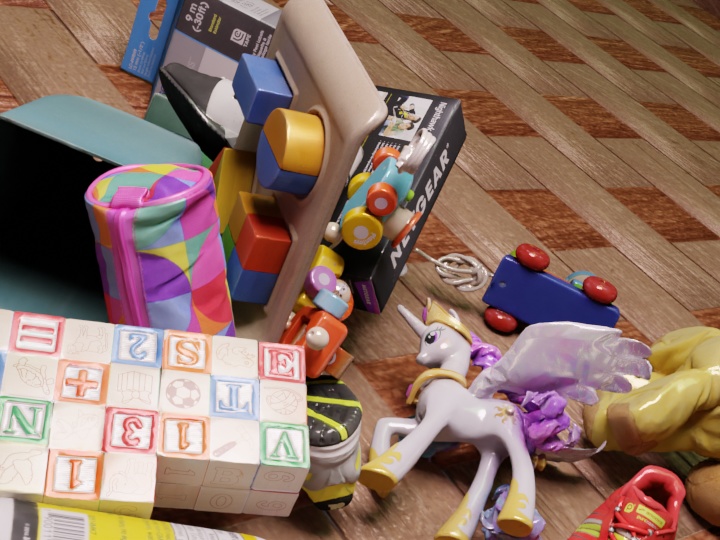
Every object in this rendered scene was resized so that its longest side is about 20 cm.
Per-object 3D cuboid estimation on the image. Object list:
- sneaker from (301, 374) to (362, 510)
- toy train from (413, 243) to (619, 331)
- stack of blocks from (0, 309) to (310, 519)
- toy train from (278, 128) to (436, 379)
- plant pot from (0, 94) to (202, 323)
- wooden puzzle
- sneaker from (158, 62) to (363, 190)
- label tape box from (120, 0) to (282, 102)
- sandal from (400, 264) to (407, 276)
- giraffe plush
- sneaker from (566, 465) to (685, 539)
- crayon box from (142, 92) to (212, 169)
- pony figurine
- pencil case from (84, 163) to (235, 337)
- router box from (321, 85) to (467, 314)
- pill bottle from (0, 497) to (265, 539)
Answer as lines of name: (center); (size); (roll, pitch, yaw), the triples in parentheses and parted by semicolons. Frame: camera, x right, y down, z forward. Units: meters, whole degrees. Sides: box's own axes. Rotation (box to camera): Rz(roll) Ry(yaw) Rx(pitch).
sneaker: (-0.054, 0.098, 0.814); (0.075, 0.077, 0.200); (-9, 23, -14)
toy train: (0.152, 0.004, 1.117); (0.200, 0.085, 0.116); (26, 18, 3)
stack of blocks: (-0.132, 0.094, 0.647); (0.199, 0.059, 0.115); (7, 49, -15)
toy train: (0.000, 0.000, 0.805); (0.056, 0.200, 0.150); (35, -11, -16)
plant pot: (-0.200, -0.053, 0.883); (0.141, 0.142, 0.200); (22, 20, -4)
wooden puzzle: (-0.065, -0.071, 0.782); (0.046, 0.200, 0.185); (13, 31, -28)
sneaker: (-0.080, -0.120, 0.933); (0.200, 0.074, 0.088); (39, 71, 24)
label tape box: (-0.157, -0.220, 1.181); (0.200, 0.144, 0.066); (27, 28, 4)
sandal: (-0.052, -0.015, 1.017); (0.206, 0.059, 0.079); (21, 7, 28)
giraffe plush: (0.306, 0.138, 0.955); (0.162, 0.200, 0.173); (60, 17, -4)
sneaker: (0.179, 0.195, 0.808); (0.077, 0.085, 0.200); (32, 29, 15)
crayon box: (-0.102, -0.105, 1.088); (0.200, 0.051, 0.127); (24, 6, -2)
pony figurine: (0.100, 0.111, 0.848); (0.192, 0.167, 0.200); (18, 44, 4)
pencil case: (-0.122, 0.032, 0.738); (0.088, 0.201, 0.088); (-5, 21, 2)
router box: (-0.016, -0.070, 0.955); (0.149, 0.051, 0.200); (13, 58, 23)
pill bottle: (-0.101, 0.186, 0.579); (0.199, 0.115, 0.114); (14, 30, -19)
